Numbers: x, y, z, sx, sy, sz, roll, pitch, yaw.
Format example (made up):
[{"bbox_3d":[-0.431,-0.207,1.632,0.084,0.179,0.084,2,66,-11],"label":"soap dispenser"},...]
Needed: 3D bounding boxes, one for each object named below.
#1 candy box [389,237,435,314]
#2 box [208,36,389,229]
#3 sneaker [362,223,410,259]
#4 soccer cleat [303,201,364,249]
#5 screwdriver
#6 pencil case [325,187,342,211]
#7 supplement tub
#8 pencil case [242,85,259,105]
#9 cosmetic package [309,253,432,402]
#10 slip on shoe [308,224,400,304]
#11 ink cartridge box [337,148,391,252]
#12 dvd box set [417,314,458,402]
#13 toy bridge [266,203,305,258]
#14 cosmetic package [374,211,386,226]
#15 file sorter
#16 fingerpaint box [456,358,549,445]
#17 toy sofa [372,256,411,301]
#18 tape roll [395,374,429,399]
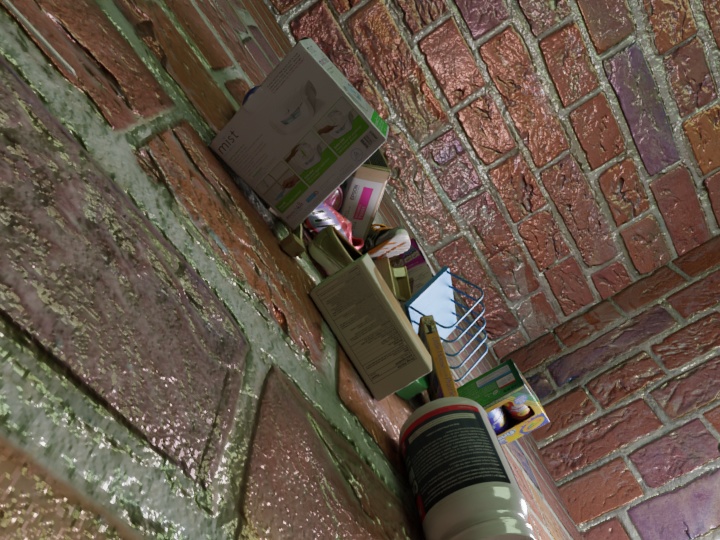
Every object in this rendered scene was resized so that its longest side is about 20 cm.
[{"bbox_3d":[0.125,0.037,1.304,0.061,0.135,0.202,42,21,-51],"label":"candy box"},{"bbox_3d":[-0.087,-0.197,0.764,0.176,0.200,0.097,43,22,-14],"label":"box"},{"bbox_3d":[0.039,-0.062,1.072,0.200,0.077,0.079,155,-70,-66],"label":"sneaker"},{"bbox_3d":[-0.057,-0.090,0.952,0.201,0.076,0.067,58,8,-50],"label":"soccer cleat"},{"bbox_3d":[-0.315,-0.247,0.424,0.200,0.028,0.029,50,-15,-24],"label":"screwdriver"},{"bbox_3d":[-0.088,-0.191,1.039,0.087,0.082,0.202,54,14,-44],"label":"pencil case"},{"bbox_3d":[0.138,0.289,0.703,0.141,0.139,0.201,50,14,-36],"label":"supplement tub"},{"bbox_3d":[-0.176,-0.259,0.911,0.078,0.086,0.201,56,12,-33],"label":"pencil case"},{"bbox_3d":[0.018,0.087,0.810,0.202,0.104,0.071,59,11,-4],"label":"cosmetic package"},{"bbox_3d":[0.000,0.000,0.918,0.200,0.061,0.076,41,21,-2],"label":"slip on shoe"},{"bbox_3d":[-0.019,-0.162,1.063,0.074,0.202,0.166,7,36,-20],"label":"ink cartridge box"},{"bbox_3d":[0.150,0.211,1.023,0.147,0.029,0.202,89,-10,-53],"label":"dvd box set"},{"bbox_3d":[-0.125,-0.096,0.856,0.067,0.027,0.202,43,19,-54],"label":"toy bridge"},{"bbox_3d":[0.001,-0.115,1.284,0.104,0.087,0.200,64,11,19],"label":"cosmetic package"},{"bbox_3d":[0.200,0.124,1.153,0.122,0.138,0.202,29,-31,39],"label":"file sorter"},{"bbox_3d":[0.273,0.301,1.099,0.167,0.198,0.074,50,15,-36],"label":"fingerpaint box"},{"bbox_3d":[0.044,0.030,1.141,0.200,0.096,0.084,20,58,-73],"label":"toy sofa"},{"bbox_3d":[0.060,0.141,0.983,0.201,0.048,0.201,55,12,-18],"label":"tape roll"}]
